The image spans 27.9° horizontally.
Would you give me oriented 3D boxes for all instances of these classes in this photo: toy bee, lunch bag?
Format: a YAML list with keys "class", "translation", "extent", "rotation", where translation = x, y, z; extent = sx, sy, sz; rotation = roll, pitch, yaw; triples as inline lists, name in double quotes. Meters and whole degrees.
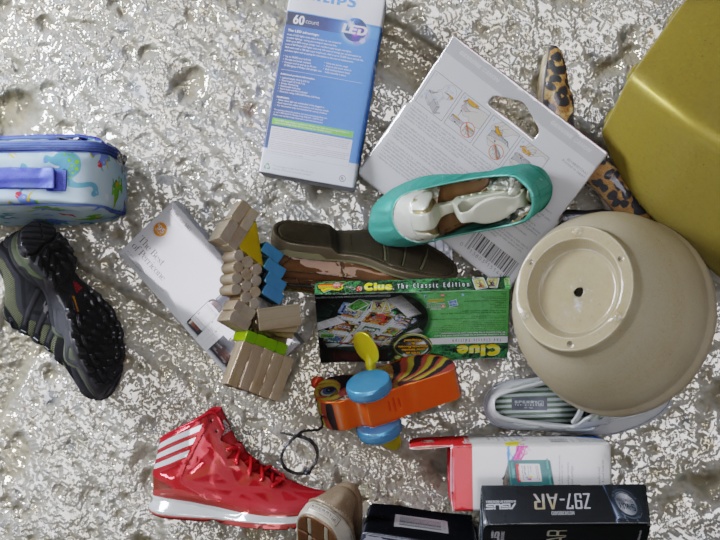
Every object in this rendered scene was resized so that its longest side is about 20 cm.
- class: "toy bee"
  translation: [-0.004, 0.124, 1.487]
  extent: [0.198, 0.109, 0.132]
  rotation: [-1, 109, -25]
- class: "lunch bag"
  translation: [-0.339, -0.091, 1.471]
  extent: [0.197, 0.161, 0.084]
  rotation: [-1, 88, 3]

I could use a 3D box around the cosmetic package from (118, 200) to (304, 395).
- class: "cosmetic package"
  translation: [-0.155, 0.028, 1.517]
  extent: [0.082, 0.051, 0.200]
  rotation: [-43, 88, 0]

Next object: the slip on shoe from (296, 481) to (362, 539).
- class: "slip on shoe"
  translation: [-0.034, 0.289, 1.461]
  extent: [0.075, 0.201, 0.061]
  rotation: [24, 46, 20]

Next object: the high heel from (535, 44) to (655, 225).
- class: "high heel"
  translation: [0.252, -0.134, 1.491]
  extent: [0.141, 0.071, 0.203]
  rotation: [-3, 105, 8]

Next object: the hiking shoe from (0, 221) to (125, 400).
- class: "hiking shoe"
  translation: [-0.320, 0.046, 1.519]
  extent: [0.100, 0.076, 0.202]
  rotation: [-13, 107, 39]

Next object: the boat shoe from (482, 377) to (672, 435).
- class: "boat shoe"
  translation: [0.226, 0.139, 1.491]
  extent: [0.197, 0.067, 0.075]
  rotation: [-9, 88, 2]

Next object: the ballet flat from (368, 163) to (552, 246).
- class: "ballet flat"
  translation: [0.091, -0.063, 1.438]
  extent: [0.198, 0.070, 0.068]
  rotation: [-12, 100, 19]

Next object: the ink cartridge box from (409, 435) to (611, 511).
- class: "ink cartridge box"
  translation: [0.148, 0.204, 1.468]
  extent: [0.197, 0.116, 0.068]
  rotation: [-1, 87, 2]

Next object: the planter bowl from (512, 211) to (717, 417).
- class: "planter bowl"
  translation: [0.228, 0.031, 1.391]
  extent: [0.198, 0.134, 0.203]
  rotation: [-8, 73, 27]

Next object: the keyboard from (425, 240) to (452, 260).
- class: "keyboard"
  translation: [0.067, -0.052, 1.531]
  extent: [0.056, 0.011, 0.203]
  rotation: [-3, 88, 2]

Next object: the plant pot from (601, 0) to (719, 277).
- class: "plant pot"
  translation: [0.355, -0.148, 1.415]
  extent: [0.199, 0.195, 0.196]
  rotation: [35, 67, 9]

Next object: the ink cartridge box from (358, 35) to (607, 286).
- class: "ink cartridge box"
  translation: [0.125, -0.110, 1.480]
  extent: [0.199, 0.045, 0.177]
  rotation: [38, 108, 6]

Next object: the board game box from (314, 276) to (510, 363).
- class: "board game box"
  translation: [0.054, 0.052, 1.490]
  extent: [0.197, 0.024, 0.106]
  rotation: [-1, 132, 1]

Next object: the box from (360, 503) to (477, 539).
- class: "box"
  translation: [0.047, 0.347, 1.427]
  extent: [0.116, 0.197, 0.203]
  rotation: [7, 89, 3]

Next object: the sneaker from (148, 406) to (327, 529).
- class: "sneaker"
  translation: [-0.120, 0.202, 1.498]
  extent: [0.197, 0.078, 0.117]
  rotation: [2, 90, 1]

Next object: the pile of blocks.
- class: "pile of blocks"
  translation: [-0.109, 0.031, 1.465]
  extent: [0.081, 0.062, 0.203]
  rotation: [-3, 89, -21]

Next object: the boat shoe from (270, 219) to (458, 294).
- class: "boat shoe"
  translation: [0.000, 0.000, 1.508]
  extent: [0.198, 0.072, 0.069]
  rotation: [13, 120, 1]

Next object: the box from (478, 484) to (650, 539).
- class: "box"
  translation: [0.195, 0.280, 1.431]
  extent: [0.158, 0.201, 0.044]
  rotation: [-1, 51, 1]

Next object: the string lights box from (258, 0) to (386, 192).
- class: "string lights box"
  translation: [-0.038, -0.191, 1.514]
  extent: [0.101, 0.059, 0.203]
  rotation: [10, 89, 2]
